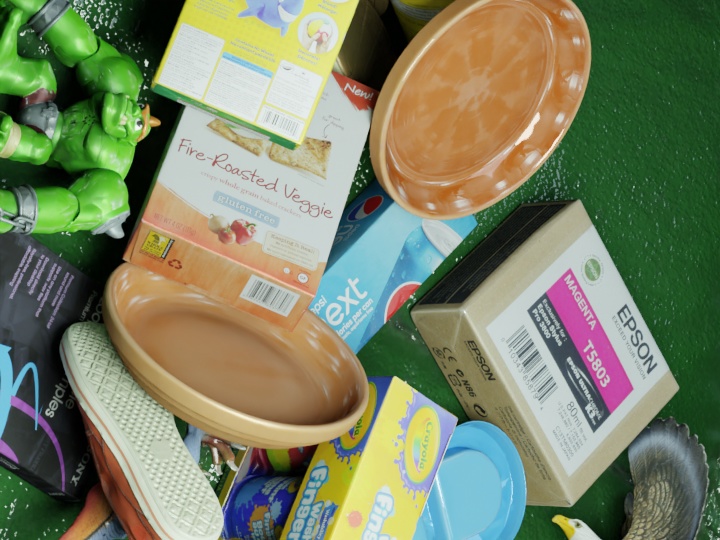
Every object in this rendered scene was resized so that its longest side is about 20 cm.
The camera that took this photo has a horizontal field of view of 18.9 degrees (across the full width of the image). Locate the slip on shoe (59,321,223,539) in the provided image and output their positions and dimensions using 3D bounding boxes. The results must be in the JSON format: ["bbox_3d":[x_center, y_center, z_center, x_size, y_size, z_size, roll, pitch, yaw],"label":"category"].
[{"bbox_3d":[-0.157,0.117,1.459,0.074,0.061,0.201,0,49,-42],"label":"slip on shoe"}]

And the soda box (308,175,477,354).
[{"bbox_3d":[0.000,0.000,1.674,0.200,0.064,0.068,-46,114,-30],"label":"soda box"}]

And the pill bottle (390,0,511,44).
[{"bbox_3d":[0.086,-0.205,1.686,0.115,0.114,0.200,-59,147,-25],"label":"pill bottle"}]

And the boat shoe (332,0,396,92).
[{"bbox_3d":[-0.040,-0.188,1.640,0.200,0.066,0.074,53,45,-34],"label":"boat shoe"}]

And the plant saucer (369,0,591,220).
[{"bbox_3d":[0.088,-0.131,1.635,0.200,0.032,0.201,-25,137,-26],"label":"plant saucer"}]

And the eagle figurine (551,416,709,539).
[{"bbox_3d":[0.226,0.237,1.780,0.200,0.151,0.151,-41,107,-34],"label":"eagle figurine"}]

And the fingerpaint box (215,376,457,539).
[{"bbox_3d":[-0.038,0.179,1.568,0.073,0.166,0.201,35,68,-31],"label":"fingerpaint box"}]

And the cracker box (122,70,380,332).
[{"bbox_3d":[-0.076,-0.071,1.559,0.133,0.058,0.201,23,52,-9],"label":"cracker box"}]

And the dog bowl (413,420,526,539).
[{"bbox_3d":[0.043,0.188,1.706,0.199,0.049,0.112,-19,99,-37],"label":"dog bowl"}]

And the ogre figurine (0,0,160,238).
[{"bbox_3d":[-0.208,-0.104,1.498,0.119,0.098,0.201,20,38,-30],"label":"ogre figurine"}]

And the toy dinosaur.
[{"bbox_3d":[-0.173,0.164,1.512,0.181,0.105,0.201,-13,69,-44],"label":"toy dinosaur"}]

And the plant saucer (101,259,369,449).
[{"bbox_3d":[-0.090,0.061,1.502,0.199,0.200,0.038,9,120,-38],"label":"plant saucer"}]

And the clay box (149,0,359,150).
[{"bbox_3d":[-0.059,-0.199,1.526,0.114,0.048,0.201,23,83,-7],"label":"clay box"}]

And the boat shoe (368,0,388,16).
[{"bbox_3d":[-0.044,-0.271,1.651,0.200,0.074,0.067,45,40,-35],"label":"boat shoe"}]

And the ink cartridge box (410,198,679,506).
[{"bbox_3d":[0.155,0.067,1.786,0.165,0.075,0.201,-42,111,-31],"label":"ink cartridge box"}]

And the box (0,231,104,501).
[{"bbox_3d":[-0.244,0.051,1.495,0.200,0.036,0.144,37,66,-33],"label":"box"}]
